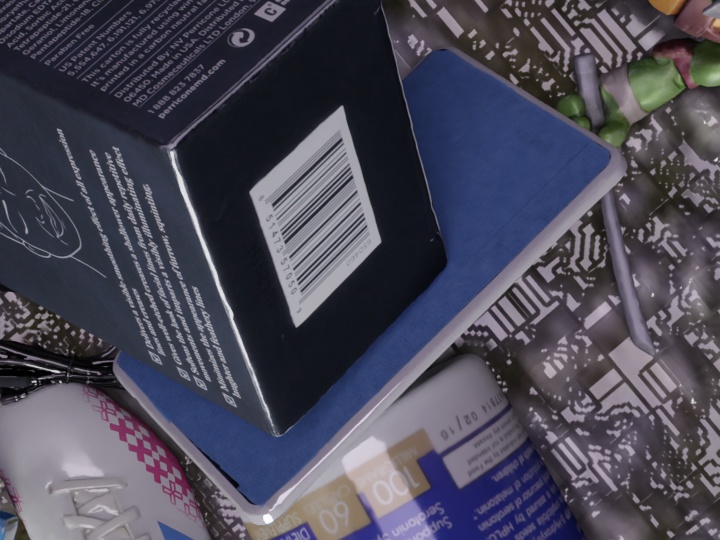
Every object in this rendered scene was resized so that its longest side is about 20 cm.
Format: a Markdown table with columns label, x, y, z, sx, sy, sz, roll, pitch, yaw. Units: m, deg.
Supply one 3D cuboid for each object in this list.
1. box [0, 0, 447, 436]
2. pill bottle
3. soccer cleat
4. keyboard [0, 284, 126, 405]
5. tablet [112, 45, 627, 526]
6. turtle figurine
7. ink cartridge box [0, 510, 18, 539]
| label | x | y | z | sx | sy | sz | roll | pitch | yaw |
| --- | --- | --- | --- | --- | --- | --- | --- | --- | --- |
| box | -0.084 | -0.055 | 0.754 | 0.199 | 0.149 | 0.107 | 26 | 58 | 34 |
| pill bottle | 0.046 | 0.147 | 0.815 | 0.119 | 0.120 | 0.201 | -30 | 89 | 5 |
| soccer cleat | -0.091 | 0.130 | 0.843 | 0.070 | 0.086 | 0.201 | -34 | 88 | 5 |
| keyboard | -0.098 | -0.003 | 0.857 | 0.199 | 0.021 | 0.128 | 3 | 76 | 5 |
| tablet | 0.000 | 0.000 | 0.801 | 0.200 | 0.014 | 0.130 | -44 | 43 | -7 |
| turtle figurine | 0.106 | -0.102 | 0.792 | 0.194 | 0.144 | 0.200 | 37 | 91 | 7 |
| ink cartridge box | -0.255 | 0.139 | 0.804 | 0.199 | 0.084 | 0.146 | 18 | 84 | -4 |
